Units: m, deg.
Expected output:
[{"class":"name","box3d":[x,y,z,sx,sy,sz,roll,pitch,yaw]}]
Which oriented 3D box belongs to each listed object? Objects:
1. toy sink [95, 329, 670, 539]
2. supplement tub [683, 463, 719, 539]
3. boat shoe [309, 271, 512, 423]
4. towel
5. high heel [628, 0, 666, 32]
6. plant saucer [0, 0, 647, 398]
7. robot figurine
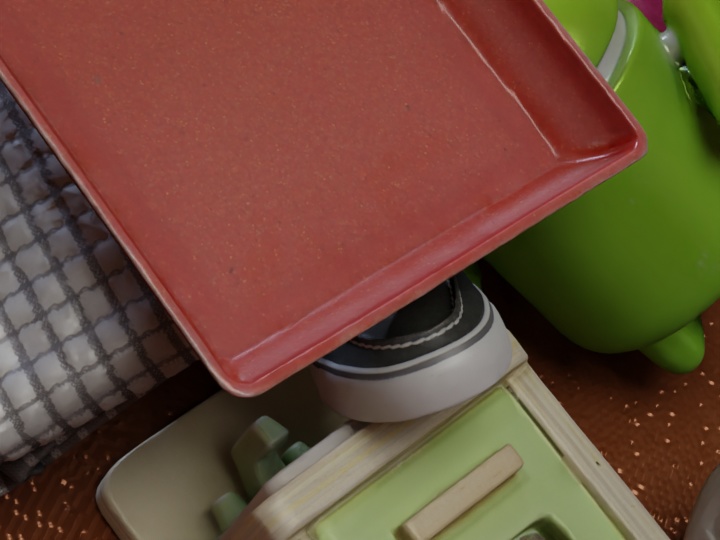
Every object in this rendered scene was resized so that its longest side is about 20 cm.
[{"class":"toy sink","box3d":[0.019,0.106,0.664,0.130,0.112,0.200,-32,79,-33]},{"class":"supplement tub","box3d":[0.242,0.129,0.738,0.199,0.123,0.123,0,63,-22]},{"class":"boat shoe","box3d":[0.000,0.000,0.675,0.068,0.200,0.057,-23,109,-6]},{"class":"towel","box3d":[-0.133,-0.027,0.657,0.165,0.086,0.201,-31,76,-3]},{"class":"high heel","box3d":[0.064,-0.156,0.852,0.200,0.067,0.096,35,44,-17]},{"class":"plant saucer","box3d":[-0.030,-0.073,0.620,0.199,0.037,0.200,-30,79,-34]},{"class":"robot figurine","box3d":[0.092,-0.046,0.755,0.200,0.175,0.116,43,28,-23]}]
